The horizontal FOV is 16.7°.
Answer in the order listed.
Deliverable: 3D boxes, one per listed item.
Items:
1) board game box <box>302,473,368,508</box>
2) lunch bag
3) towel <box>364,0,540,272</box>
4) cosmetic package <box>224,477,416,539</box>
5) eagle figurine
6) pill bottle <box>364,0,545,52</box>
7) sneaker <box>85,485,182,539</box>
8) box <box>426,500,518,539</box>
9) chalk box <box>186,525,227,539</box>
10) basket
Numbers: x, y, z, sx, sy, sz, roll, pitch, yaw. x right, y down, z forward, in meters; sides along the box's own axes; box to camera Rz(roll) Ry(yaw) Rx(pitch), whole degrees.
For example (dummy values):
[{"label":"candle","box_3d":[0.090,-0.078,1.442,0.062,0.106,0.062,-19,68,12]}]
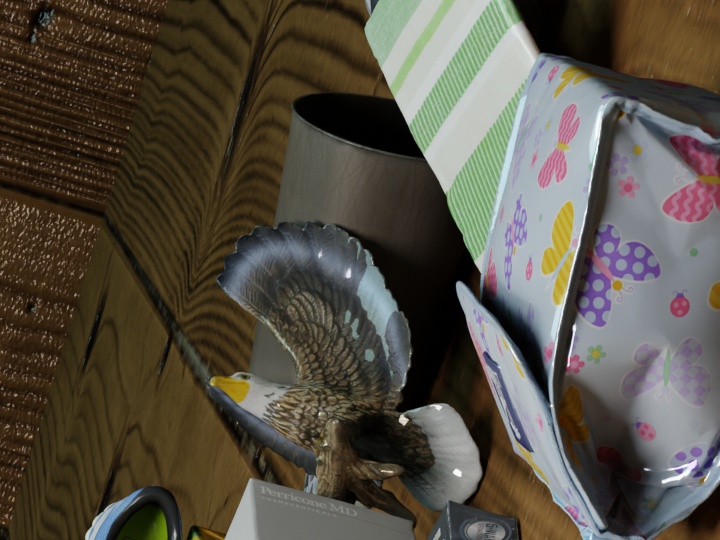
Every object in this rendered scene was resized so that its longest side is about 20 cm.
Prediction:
[{"label":"board game box","box_3d":[-0.003,0.087,1.755,0.120,0.032,0.201,136,148,-58]},{"label":"lunch bag","box_3d":[0.115,0.013,1.136,0.170,0.126,0.202,-121,42,-75]},{"label":"towel","box_3d":[0.072,-0.102,1.453,0.201,0.023,0.153,64,150,19]},{"label":"cosmetic package","box_3d":[-0.020,0.204,1.310,0.200,0.106,0.091,-102,31,-60]},{"label":"eagle figurine","box_3d":[-0.027,0.078,1.496,0.151,0.151,0.200,-33,28,9]},{"label":"pill bottle","box_3d":[0.062,-0.167,1.611,0.200,0.105,0.107,-106,34,-67]},{"label":"sneaker","box_3d":[-0.158,0.226,1.573,0.089,0.078,0.201,124,158,-58]},{"label":"box","box_3d":[0.034,0.254,1.352,0.161,0.043,0.201,-92,22,-54]},{"label":"chalk box","box_3d":[-0.075,0.287,1.591,0.124,0.124,0.201,-146,75,-76]},{"label":"basket","box_3d":[0.000,0.000,1.612,0.180,0.135,0.202,-28,-46,-70]}]
